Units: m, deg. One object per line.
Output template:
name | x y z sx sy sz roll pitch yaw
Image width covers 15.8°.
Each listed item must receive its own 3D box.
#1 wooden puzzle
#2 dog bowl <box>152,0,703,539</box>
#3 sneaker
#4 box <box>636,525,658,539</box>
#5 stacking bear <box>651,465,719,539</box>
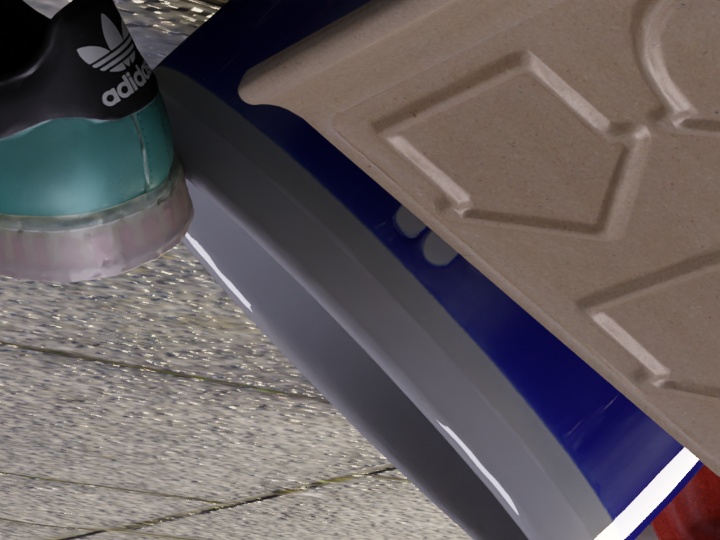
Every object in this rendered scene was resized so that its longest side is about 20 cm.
wooden puzzle | 0.096 -0.024 0.607 0.200 0.046 0.185 36 150 -22
dog bowl | 0.019 0.001 0.776 0.079 0.200 0.200 -44 166 -7
sneaker | -0.137 -0.054 0.713 0.199 0.080 0.071 8 -147 26
box | 0.188 0.113 1.365 0.183 0.105 0.200 2 164 -15
stacking bear | 0.189 0.009 0.896 0.121 0.114 0.200 -8 -161 45
